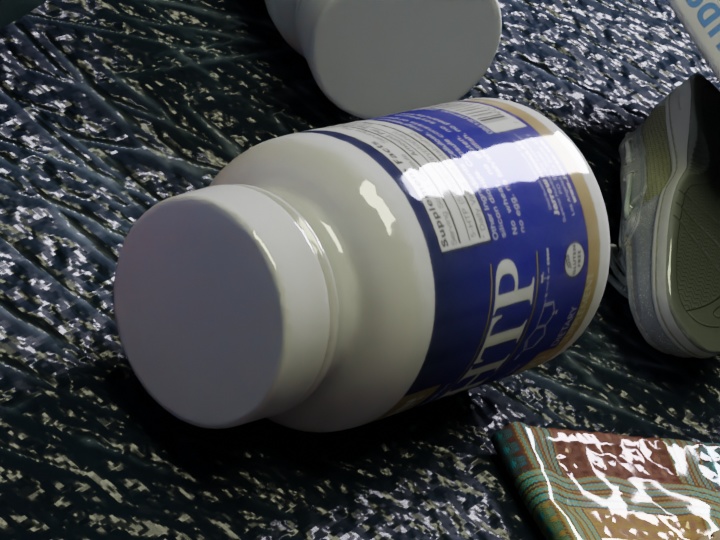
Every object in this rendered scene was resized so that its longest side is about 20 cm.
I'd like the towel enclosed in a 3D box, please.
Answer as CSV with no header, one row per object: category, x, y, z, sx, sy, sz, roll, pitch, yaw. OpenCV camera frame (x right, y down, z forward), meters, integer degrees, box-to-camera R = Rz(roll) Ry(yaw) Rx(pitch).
towel,0.151,0.138,1.142,0.146,0.022,0.200,7,37,-34

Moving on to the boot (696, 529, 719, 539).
boot,0.115,0.162,1.004,0.199,0.075,0.107,-16,51,-36

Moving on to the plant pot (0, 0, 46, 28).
plant pot,-0.198,-0.170,1.191,0.199,0.134,0.201,21,32,-14

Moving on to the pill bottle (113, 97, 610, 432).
pill bottle,0.000,0.000,1.122,0.120,0.120,0.200,44,34,24

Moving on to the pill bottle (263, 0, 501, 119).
pill bottle,-0.002,-0.170,1.377,0.113,0.113,0.200,13,35,-26

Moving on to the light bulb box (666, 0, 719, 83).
light bulb box,0.247,-0.110,1.408,0.200,0.125,0.199,49,12,-43

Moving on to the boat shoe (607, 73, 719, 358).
boat shoe,0.151,-0.020,1.346,0.074,0.065,0.202,44,30,-23
